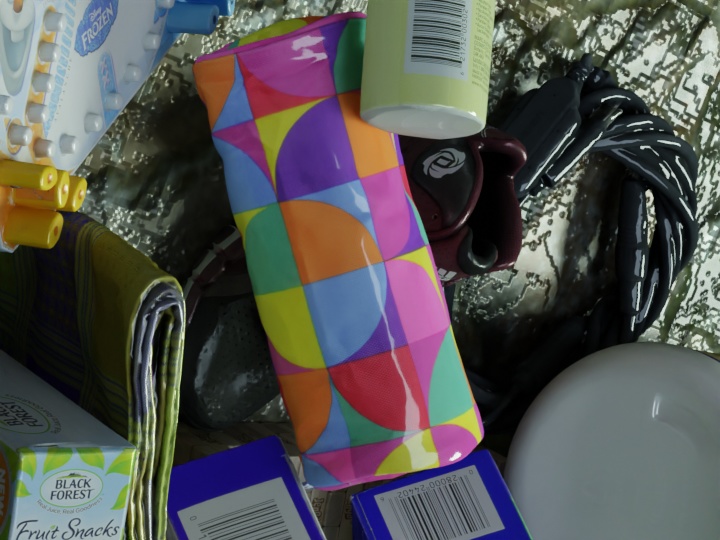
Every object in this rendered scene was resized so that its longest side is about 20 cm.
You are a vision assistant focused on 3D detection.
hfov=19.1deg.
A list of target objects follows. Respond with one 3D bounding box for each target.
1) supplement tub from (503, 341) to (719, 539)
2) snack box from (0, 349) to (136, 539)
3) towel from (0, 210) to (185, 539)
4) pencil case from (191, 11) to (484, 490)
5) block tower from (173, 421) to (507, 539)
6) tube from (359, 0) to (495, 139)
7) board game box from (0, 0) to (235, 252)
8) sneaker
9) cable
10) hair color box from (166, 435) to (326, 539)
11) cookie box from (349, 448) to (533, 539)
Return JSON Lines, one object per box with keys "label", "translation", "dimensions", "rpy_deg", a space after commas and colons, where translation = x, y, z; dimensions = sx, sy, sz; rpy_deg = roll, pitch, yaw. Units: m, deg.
{"label": "supplement tub", "translation": [0.175, 0.113, 1.087], "dimensions": [0.200, 0.145, 0.146], "rpy_deg": [10, 100, -60]}
{"label": "snack box", "translation": [-0.161, 0.102, 0.825], "dimensions": [0.053, 0.200, 0.143], "rpy_deg": [1, 105, -34]}
{"label": "towel", "translation": [-0.116, 0.048, 0.841], "dimensions": [0.023, 0.200, 0.145], "rpy_deg": [-3, 107, -28]}
{"label": "pencil case", "translation": [-0.009, -0.005, 0.893], "dimensions": [0.088, 0.088, 0.202], "rpy_deg": [-17, 96, -31]}
{"label": "block tower", "translation": [-0.015, 0.106, 1.028], "dimensions": [0.199, 0.058, 0.054], "rpy_deg": [3, 104, -38]}
{"label": "tube", "translation": [0.033, -0.155, 0.860], "dimensions": [0.058, 0.051, 0.202], "rpy_deg": [42, 51, -76]}
{"label": "board game box", "translation": [-0.100, -0.140, 0.809], "dimensions": [0.200, 0.026, 0.201], "rpy_deg": [-61, 153, -50]}
{"label": "sneaker", "translation": [0.000, 0.000, 0.964], "dimensions": [0.200, 0.115, 0.076], "rpy_deg": [-51, 128, -12]}
{"label": "cable", "translation": [0.093, 0.000, 1.084], "dimensions": [0.201, 0.051, 0.163], "rpy_deg": [-54, 133, -13]}
{"label": "hair color box", "translation": [-0.044, 0.178, 0.941], "dimensions": [0.064, 0.110, 0.201], "rpy_deg": [-16, 144, -17]}
{"label": "cookie box", "translation": [0.056, 0.216, 1.002], "dimensions": [0.075, 0.172, 0.201], "rpy_deg": [-15, 140, -13]}
